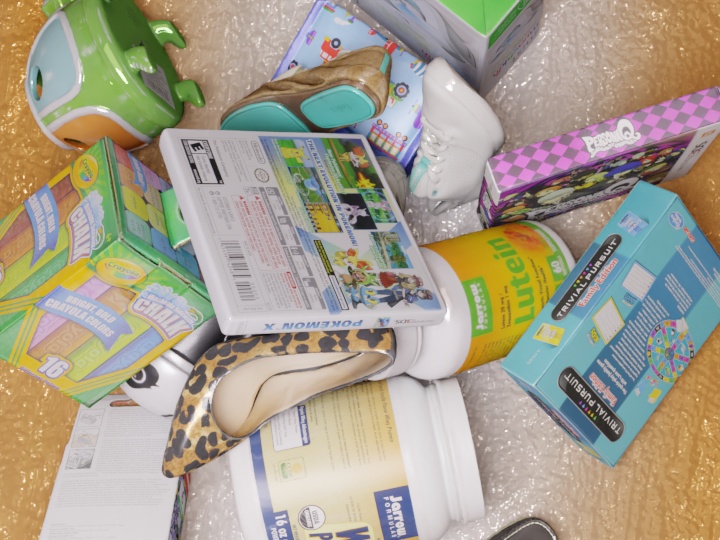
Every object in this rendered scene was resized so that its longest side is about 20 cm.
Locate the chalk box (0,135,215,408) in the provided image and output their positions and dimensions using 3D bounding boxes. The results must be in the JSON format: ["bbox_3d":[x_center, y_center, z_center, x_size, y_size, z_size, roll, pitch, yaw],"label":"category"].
[{"bbox_3d":[-0.196,-0.009,1.073,0.200,0.124,0.125,-37,44,17],"label":"chalk box"}]

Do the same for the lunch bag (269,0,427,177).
[{"bbox_3d":[-0.024,-0.122,1.232,0.150,0.094,0.201,34,95,7],"label":"lunch bag"}]

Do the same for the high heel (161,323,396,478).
[{"bbox_3d":[-0.064,0.098,1.034,0.200,0.071,0.142,-50,36,-12],"label":"high heel"}]

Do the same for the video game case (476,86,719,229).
[{"bbox_3d":[0.202,-0.089,1.157,0.199,0.181,0.036,-18,79,-2],"label":"video game case"}]

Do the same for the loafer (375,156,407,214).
[{"bbox_3d":[0.000,0.000,1.176,0.069,0.070,0.201,8,107,2],"label":"loafer"}]

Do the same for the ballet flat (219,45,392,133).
[{"bbox_3d":[-0.042,-0.151,1.150,0.068,0.199,0.073,42,57,-25],"label":"ballet flat"}]

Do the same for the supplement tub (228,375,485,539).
[{"bbox_3d":[-0.003,0.169,1.135,0.199,0.144,0.145,-12,79,1],"label":"supplement tub"}]

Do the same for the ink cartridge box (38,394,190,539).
[{"bbox_3d":[-0.206,0.189,1.159,0.108,0.051,0.200,-1,36,2],"label":"ink cartridge box"}]

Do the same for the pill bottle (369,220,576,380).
[{"bbox_3d":[0.080,0.029,1.130,0.199,0.111,0.112,-15,77,-36],"label":"pill bottle"}]

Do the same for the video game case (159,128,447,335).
[{"bbox_3d":[-0.047,-0.035,1.039,0.181,0.022,0.201,-1,48,-27],"label":"video game case"}]

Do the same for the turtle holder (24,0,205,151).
[{"bbox_3d":[-0.242,-0.193,1.220,0.131,0.141,0.186,-30,88,14],"label":"turtle holder"}]

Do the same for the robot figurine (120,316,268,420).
[{"bbox_3d":[-0.136,0.034,1.172,0.124,0.150,0.201,34,86,0],"label":"robot figurine"}]

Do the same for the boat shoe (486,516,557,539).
[{"bbox_3d":[0.102,0.287,1.133,0.201,0.066,0.072,-41,82,-18],"label":"boat shoe"}]

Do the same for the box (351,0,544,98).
[{"bbox_3d":[0.063,-0.271,1.199,0.200,0.177,0.097,40,83,9],"label":"box"}]

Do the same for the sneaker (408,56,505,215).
[{"bbox_3d":[0.074,-0.103,1.156,0.088,0.200,0.075,-37,63,-4],"label":"sneaker"}]

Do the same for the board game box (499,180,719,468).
[{"bbox_3d":[0.228,0.048,1.150,0.200,0.151,0.047,-51,40,-7],"label":"board game box"}]
